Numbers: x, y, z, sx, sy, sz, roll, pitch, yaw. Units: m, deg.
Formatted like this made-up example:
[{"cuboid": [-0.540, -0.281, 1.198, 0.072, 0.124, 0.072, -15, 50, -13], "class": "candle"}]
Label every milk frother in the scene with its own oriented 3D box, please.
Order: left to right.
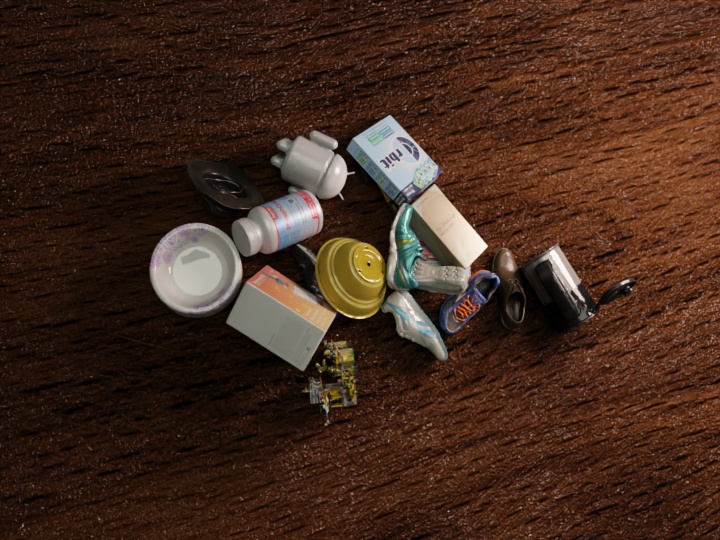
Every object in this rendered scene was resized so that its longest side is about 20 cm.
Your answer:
[{"cuboid": [0.518, 0.019, 1.376, 0.198, 0.180, 0.191, -32, 84, 2], "class": "milk frother"}]

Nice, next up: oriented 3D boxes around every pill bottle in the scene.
[{"cuboid": [-0.190, -0.105, 1.316, 0.198, 0.109, 0.110, -26, 82, -34], "class": "pill bottle"}]

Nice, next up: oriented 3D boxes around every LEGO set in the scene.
[{"cuboid": [-0.075, 0.231, 1.256, 0.113, 0.200, 0.158, -5, 98, -7], "class": "LEGO set"}]

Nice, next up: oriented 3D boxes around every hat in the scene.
[{"cuboid": [-0.327, -0.177, 1.349, 0.198, 0.201, 0.082, 30, 118, -1], "class": "hat"}]

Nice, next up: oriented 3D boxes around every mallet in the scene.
[{"cuboid": [0.062, -0.175, 1.431, 0.064, 0.041, 0.204, -19, 79, -13], "class": "mallet"}]

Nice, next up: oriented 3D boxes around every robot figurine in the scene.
[{"cuboid": [-0.116, -0.247, 1.386, 0.196, 0.113, 0.172, 25, 113, -1], "class": "robot figurine"}]

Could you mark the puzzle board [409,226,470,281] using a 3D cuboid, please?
[{"cuboid": [0.179, -0.040, 1.433, 0.194, 0.017, 0.155, 0, 77, -8], "class": "puzzle board"}]

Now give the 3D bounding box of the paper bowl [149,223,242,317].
[{"cuboid": [-0.366, 0.005, 1.296, 0.195, 0.104, 0.206, 2, 76, -8], "class": "paper bowl"}]

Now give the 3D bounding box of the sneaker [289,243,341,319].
[{"cuboid": [-0.110, 0.028, 1.348, 0.087, 0.076, 0.200, -43, 86, -9], "class": "sneaker"}]

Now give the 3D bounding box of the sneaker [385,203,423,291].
[{"cuboid": [0.108, -0.053, 1.330, 0.078, 0.077, 0.206, 2, 82, 17], "class": "sneaker"}]

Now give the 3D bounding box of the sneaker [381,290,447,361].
[{"cuboid": [0.132, 0.138, 1.363, 0.080, 0.077, 0.201, -39, 84, 2], "class": "sneaker"}]

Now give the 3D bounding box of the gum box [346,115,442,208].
[{"cuboid": [0.086, -0.273, 1.425, 0.200, 0.045, 0.170, 46, 49, 3], "class": "gum box"}]

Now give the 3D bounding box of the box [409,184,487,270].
[{"cuboid": [0.202, -0.096, 1.393, 0.095, 0.078, 0.201, -42, 90, -20], "class": "box"}]

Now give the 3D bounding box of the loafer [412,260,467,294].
[{"cuboid": [0.157, 0.022, 1.371, 0.195, 0.071, 0.071, 10, 51, 16], "class": "loafer"}]

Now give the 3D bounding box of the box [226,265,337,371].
[{"cuboid": [-0.168, 0.100, 1.265, 0.197, 0.152, 0.108, 32, 106, -1], "class": "box"}]

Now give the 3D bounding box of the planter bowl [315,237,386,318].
[{"cuboid": [0.000, 0.000, 1.320, 0.197, 0.083, 0.205, 18, 57, -30], "class": "planter bowl"}]

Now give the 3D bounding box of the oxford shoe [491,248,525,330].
[{"cuboid": [0.373, 0.039, 1.410, 0.071, 0.085, 0.205, -6, 76, -8], "class": "oxford shoe"}]

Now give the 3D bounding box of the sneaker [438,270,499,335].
[{"cuboid": [0.262, 0.072, 1.383, 0.075, 0.078, 0.201, 43, 75, -7], "class": "sneaker"}]
